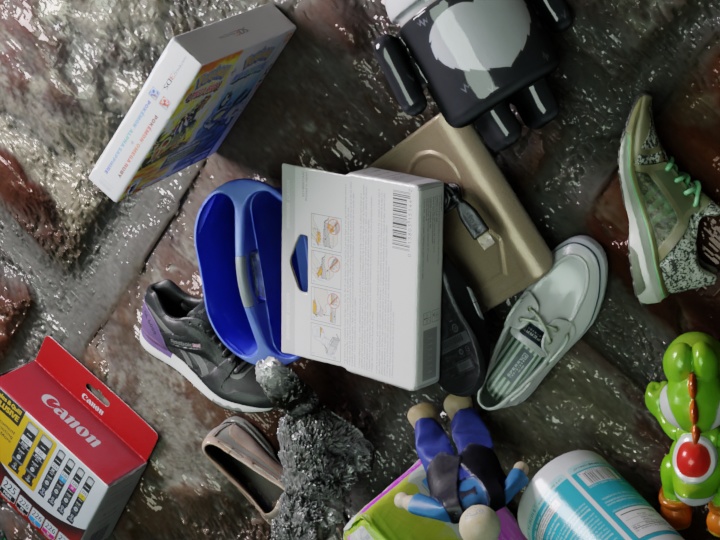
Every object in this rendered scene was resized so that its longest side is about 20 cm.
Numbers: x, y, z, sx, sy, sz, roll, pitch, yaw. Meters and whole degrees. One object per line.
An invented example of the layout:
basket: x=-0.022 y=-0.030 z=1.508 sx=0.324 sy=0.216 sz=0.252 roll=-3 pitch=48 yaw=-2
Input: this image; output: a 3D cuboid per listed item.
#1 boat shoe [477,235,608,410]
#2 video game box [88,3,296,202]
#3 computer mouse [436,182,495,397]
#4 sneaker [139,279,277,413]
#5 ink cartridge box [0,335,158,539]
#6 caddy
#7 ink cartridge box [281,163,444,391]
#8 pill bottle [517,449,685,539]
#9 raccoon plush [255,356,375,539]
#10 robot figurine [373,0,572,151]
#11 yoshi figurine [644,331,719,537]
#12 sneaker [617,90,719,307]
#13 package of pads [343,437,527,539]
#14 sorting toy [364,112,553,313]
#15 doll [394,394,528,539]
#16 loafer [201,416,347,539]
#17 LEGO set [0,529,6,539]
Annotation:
boat shoe: x=0.177 y=0.060 z=1.484 sx=0.073 sy=0.067 sz=0.201 roll=32 pitch=118 yaw=16
video game box: x=-0.165 y=-0.170 z=1.526 sx=0.047 sy=0.200 sz=0.183 roll=39 pitch=121 yaw=8
computer mouse: x=0.096 y=0.012 z=1.476 sx=0.140 sy=0.046 sz=0.202 roll=-37 pitch=75 yaw=43
sneaker: x=-0.160 y=0.081 z=1.660 sx=0.199 sy=0.076 sz=0.088 roll=27 pitch=136 yaw=19
ink cartridge box: x=-0.361 y=0.209 z=1.821 sx=0.199 sy=0.084 sz=0.176 roll=38 pitch=119 yaw=14
caddy: x=-0.099 y=-0.001 z=1.595 sx=0.140 sy=0.105 sz=0.202 roll=-2 pitch=104 yaw=28
ink cartridge box: x=0.000 y=0.000 z=1.499 sx=0.175 sy=0.044 sz=0.202 roll=13 pitch=109 yaw=39
pill bottle: x=0.244 y=0.269 z=1.441 sx=0.200 sy=0.110 sz=0.112 roll=47 pitch=128 yaw=45
raccoon plush: x=-0.079 y=0.203 z=1.605 sx=0.200 sy=0.135 sz=0.096 roll=44 pitch=154 yaw=-21
robot figurine: x=0.106 y=-0.212 z=1.404 sx=0.124 sy=0.150 sz=0.201 roll=-29 pitch=91 yaw=45
yoshi figurine: x=0.320 y=0.142 z=1.431 sx=0.112 sy=0.111 sz=0.202 roll=-134 pitch=30 yaw=-57
sneaker: x=0.285 y=-0.068 z=1.392 sx=0.088 sy=0.077 sz=0.202 roll=-5 pitch=108 yaw=17
package of pads: x=0.094 y=0.295 z=1.548 sx=0.201 sy=0.154 sz=0.068 roll=51 pitch=146 yaw=6
sorting toy: x=0.077 y=-0.039 z=1.519 sx=0.199 sy=0.036 sz=0.186 roll=-33 pitch=88 yaw=39
doll: x=0.096 y=0.202 z=1.493 sx=0.135 sy=0.201 sz=0.049 roll=-17 pitch=123 yaw=-2
loafer: x=-0.099 y=0.250 z=1.699 sx=0.200 sy=0.063 sz=0.072 roll=44 pitch=120 yaw=11
LEGO set: x=-0.540 y=0.350 z=1.944 sx=0.152 sy=0.116 sz=0.202 roll=-8 pitch=101 yaw=31
